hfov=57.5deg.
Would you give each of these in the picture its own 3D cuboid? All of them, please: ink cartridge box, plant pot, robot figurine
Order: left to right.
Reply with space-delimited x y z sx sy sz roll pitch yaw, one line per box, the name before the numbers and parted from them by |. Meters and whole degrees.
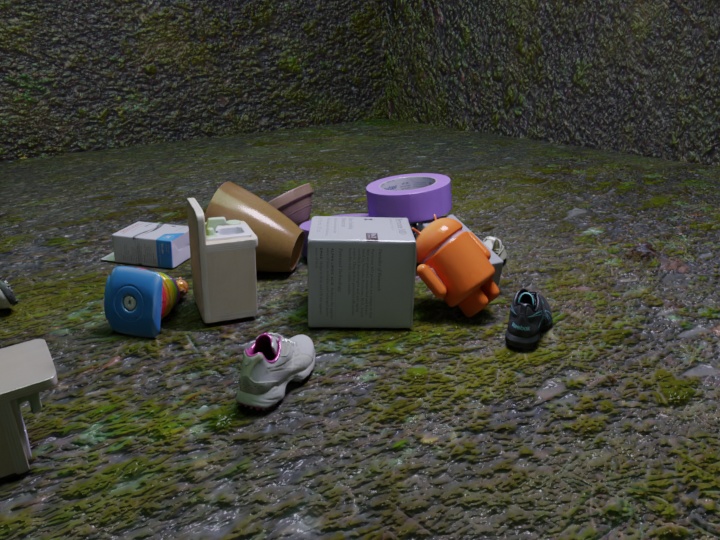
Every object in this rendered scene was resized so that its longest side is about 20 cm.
ink cartridge box | -0.499 -0.063 1.540 0.193 0.069 0.116 6 21 14
plant pot | -0.228 -0.076 1.456 0.194 0.192 0.187 18 22 8
plant pot | -0.193 -0.129 1.638 0.197 0.095 0.201 -29 3 2
robot figurine | 0.179 -0.014 1.253 0.143 0.202 0.117 -37 -7 2

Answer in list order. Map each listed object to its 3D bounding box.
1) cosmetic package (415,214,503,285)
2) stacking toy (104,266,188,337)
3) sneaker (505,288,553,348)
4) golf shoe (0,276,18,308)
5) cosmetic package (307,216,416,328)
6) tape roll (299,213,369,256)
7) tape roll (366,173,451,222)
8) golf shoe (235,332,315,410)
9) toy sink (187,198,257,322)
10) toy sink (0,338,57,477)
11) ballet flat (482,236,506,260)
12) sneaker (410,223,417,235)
cosmetic package | 0.207 -0.036 1.412 0.099 0.076 0.201 -9 36 -25
stacking toy | -0.378 0.043 1.229 0.106 0.120 0.200 8 9 12
sneaker | 0.311 0.070 1.189 0.073 0.082 0.200 8 20 19
golf shoe | -0.734 0.051 1.239 0.194 0.079 0.089 7 40 23
cosmetic package | 0.000 0.000 1.236 0.193 0.171 0.166 0 19 -2
tape roll | -0.046 -0.084 1.557 0.193 0.068 0.201 -6 15 2
tape roll | 0.111 -0.169 1.507 0.193 0.068 0.201 -6 21 2
golf shoe | -0.120 0.129 0.992 0.073 0.095 0.200 5 19 18
toy sink | -0.256 -0.027 1.229 0.109 0.207 0.130 -7 20 -22
toy sink | -0.468 0.184 0.798 0.195 0.116 0.129 -17 26 -29
ballet flat | 0.300 -0.043 1.519 0.067 0.072 0.200 8 21 21
sneaker | 0.120 -0.090 1.551 0.071 0.115 0.199 9 12 -32
